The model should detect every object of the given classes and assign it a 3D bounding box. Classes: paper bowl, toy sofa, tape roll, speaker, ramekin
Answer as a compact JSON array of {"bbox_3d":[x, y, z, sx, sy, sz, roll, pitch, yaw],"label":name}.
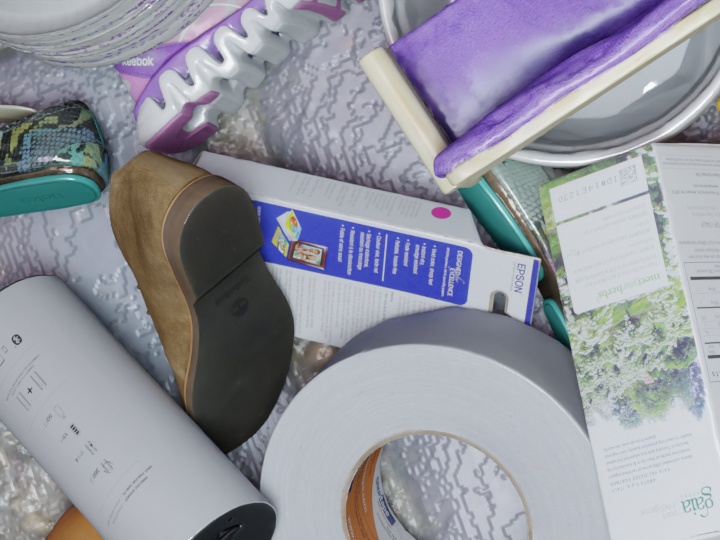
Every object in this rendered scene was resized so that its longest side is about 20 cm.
[{"bbox_3d":[-0.160,-0.218,1.242,0.200,0.104,0.201,-7,74,26],"label":"paper bowl"},{"bbox_3d":[0.103,-0.124,1.127,0.200,0.098,0.083,-33,87,11],"label":"toy sofa"},{"bbox_3d":[0.049,0.124,1.241,0.200,0.066,0.201,6,108,17],"label":"tape roll"},{"bbox_3d":[-0.135,0.093,1.258,0.200,0.081,0.081,43,100,29],"label":"speaker"},{"bbox_3d":[0.114,-0.155,1.225,0.200,0.105,0.201,1,93,10],"label":"ramekin"}]

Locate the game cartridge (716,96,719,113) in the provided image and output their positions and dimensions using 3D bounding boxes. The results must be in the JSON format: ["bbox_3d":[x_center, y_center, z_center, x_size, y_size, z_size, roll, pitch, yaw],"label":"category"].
[{"bbox_3d":[0.310,-0.115,1.185,0.200,0.032,0.177,30,88,28],"label":"game cartridge"}]

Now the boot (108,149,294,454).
[{"bbox_3d":[-0.089,0.016,1.260,0.074,0.200,0.075,-37,50,-29],"label":"boot"}]

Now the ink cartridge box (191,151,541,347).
[{"bbox_3d":[0.000,0.000,1.265,0.199,0.037,0.095,14,130,11],"label":"ink cartridge box"}]

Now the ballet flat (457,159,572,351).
[{"bbox_3d":[0.119,-0.002,1.257,0.071,0.069,0.200,-31,91,-8],"label":"ballet flat"}]

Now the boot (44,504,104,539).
[{"bbox_3d":[-0.112,0.219,1.298,0.155,0.074,0.200,-38,72,6],"label":"boot"}]

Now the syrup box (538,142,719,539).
[{"bbox_3d":[0.163,0.041,1.176,0.079,0.081,0.201,-20,77,42],"label":"syrup box"}]

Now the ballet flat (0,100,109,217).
[{"bbox_3d":[-0.238,-0.056,1.322,0.199,0.074,0.074,-10,91,9],"label":"ballet flat"}]

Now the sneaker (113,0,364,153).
[{"bbox_3d":[-0.064,-0.158,1.276,0.200,0.080,0.089,-39,75,9],"label":"sneaker"}]
